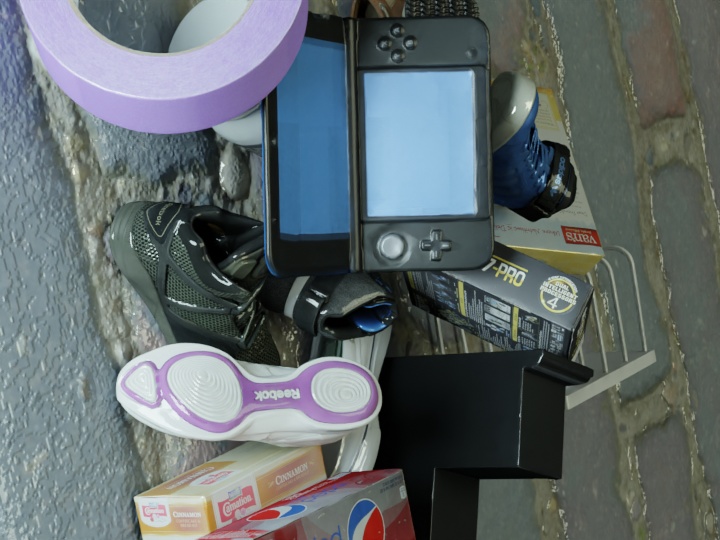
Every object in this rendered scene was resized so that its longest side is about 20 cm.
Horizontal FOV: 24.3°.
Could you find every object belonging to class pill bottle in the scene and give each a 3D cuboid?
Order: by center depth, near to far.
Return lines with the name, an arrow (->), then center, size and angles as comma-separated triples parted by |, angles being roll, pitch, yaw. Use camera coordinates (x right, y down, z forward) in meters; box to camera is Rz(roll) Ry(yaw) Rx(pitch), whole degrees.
pill bottle -> -0.057, -0.142, 1.351 | 0.200, 0.113, 0.113 | 24, 66, -52

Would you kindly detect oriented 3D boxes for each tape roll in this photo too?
tape roll -> -0.136, -0.200, 1.171 | 0.066, 0.200, 0.200 | 92, 4, -73

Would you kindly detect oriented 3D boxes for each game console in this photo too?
game console -> 0.016, -0.096, 1.256 | 0.118, 0.171, 0.200 | -46, 134, -87

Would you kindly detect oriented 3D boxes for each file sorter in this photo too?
file sorter -> 0.178, 0.057, 1.639 | 0.200, 0.139, 0.125 | -19, 100, -55

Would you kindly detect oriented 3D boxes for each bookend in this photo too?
bookend -> 0.089, 0.176, 1.442 | 0.092, 0.200, 0.199 | 22, 67, -52

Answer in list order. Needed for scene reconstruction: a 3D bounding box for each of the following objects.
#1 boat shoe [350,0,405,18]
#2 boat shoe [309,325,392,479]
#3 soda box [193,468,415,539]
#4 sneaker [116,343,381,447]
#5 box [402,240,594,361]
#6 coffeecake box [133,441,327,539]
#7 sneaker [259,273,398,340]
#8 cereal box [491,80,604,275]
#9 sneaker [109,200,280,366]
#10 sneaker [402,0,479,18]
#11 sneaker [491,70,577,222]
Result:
boat shoe -> 0.023, -0.159, 1.512 | 0.072, 0.076, 0.200 | 0, 78, -49
boat shoe -> -0.026, 0.105, 1.414 | 0.067, 0.074, 0.200 | 32, 49, -32
soda box -> -0.039, 0.206, 1.244 | 0.200, 0.063, 0.070 | -15, 96, -55
sneaker -> -0.089, 0.107, 1.271 | 0.200, 0.100, 0.075 | 7, 65, -16
box -> 0.116, 0.023, 1.433 | 0.049, 0.161, 0.200 | -64, 168, -11
coffeecake box -> -0.083, 0.247, 1.295 | 0.153, 0.073, 0.200 | -20, 102, -54
sneaker -> 0.000, 0.000, 1.405 | 0.200, 0.112, 0.073 | -36, 152, -44
cereal box -> 0.141, -0.092, 1.584 | 0.144, 0.040, 0.200 | 6, 56, -28
sneaker -> -0.097, 0.025, 1.273 | 0.199, 0.114, 0.076 | 60, 43, -34
sneaker -> 0.063, -0.168, 1.463 | 0.200, 0.070, 0.093 | -91, -165, -46
sneaker -> 0.146, -0.102, 1.435 | 0.111, 0.200, 0.077 | 22, 69, -6
